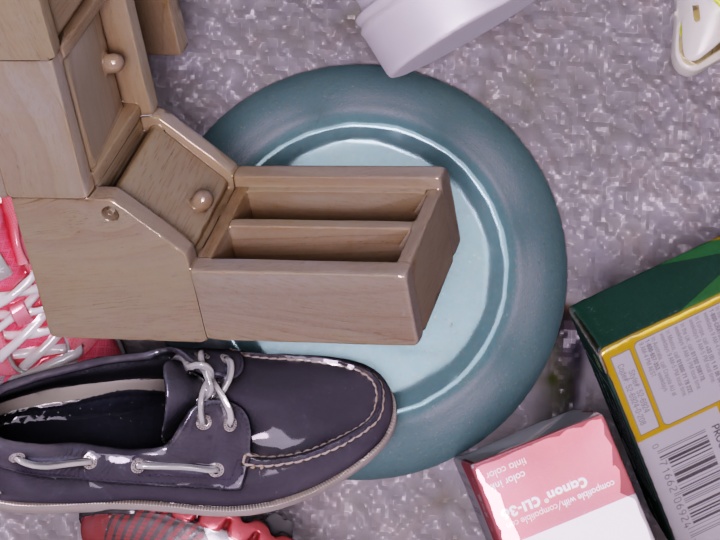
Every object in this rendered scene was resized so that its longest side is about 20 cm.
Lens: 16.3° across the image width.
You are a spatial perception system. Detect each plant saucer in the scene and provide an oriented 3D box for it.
[{"bbox_3d":[0.000,0.000,1.190,0.200,0.036,0.200,0,88,-1],"label":"plant saucer"}]

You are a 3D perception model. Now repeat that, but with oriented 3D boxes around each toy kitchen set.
[{"bbox_3d":[-0.055,-0.096,1.108,0.180,0.163,0.200,1,126,18],"label":"toy kitchen set"}]

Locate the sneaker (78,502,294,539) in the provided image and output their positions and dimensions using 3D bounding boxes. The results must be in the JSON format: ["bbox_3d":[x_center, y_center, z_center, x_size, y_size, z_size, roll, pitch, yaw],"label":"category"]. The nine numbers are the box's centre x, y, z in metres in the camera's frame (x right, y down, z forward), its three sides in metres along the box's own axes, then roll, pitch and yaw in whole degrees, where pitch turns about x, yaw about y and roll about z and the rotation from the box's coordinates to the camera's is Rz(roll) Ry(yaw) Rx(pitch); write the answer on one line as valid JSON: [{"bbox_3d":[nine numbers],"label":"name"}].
[{"bbox_3d":[-0.047,0.167,1.157,0.200,0.071,0.098,27,67,0],"label":"sneaker"}]

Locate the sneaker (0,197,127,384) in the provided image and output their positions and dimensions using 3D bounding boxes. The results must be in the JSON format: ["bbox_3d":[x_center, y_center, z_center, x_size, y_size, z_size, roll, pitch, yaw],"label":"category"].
[{"bbox_3d":[-0.167,0.007,1.162,0.074,0.087,0.200,-26,89,-1],"label":"sneaker"}]

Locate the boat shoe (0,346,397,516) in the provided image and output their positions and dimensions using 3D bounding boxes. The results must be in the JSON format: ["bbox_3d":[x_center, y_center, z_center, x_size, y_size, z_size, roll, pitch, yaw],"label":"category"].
[{"bbox_3d":[-0.079,0.068,1.122,0.200,0.063,0.073,-6,64,-9],"label":"boat shoe"}]

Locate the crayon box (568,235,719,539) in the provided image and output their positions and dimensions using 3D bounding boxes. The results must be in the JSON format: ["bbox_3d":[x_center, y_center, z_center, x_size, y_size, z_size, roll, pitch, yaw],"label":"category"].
[{"bbox_3d":[0.211,0.034,1.157,0.200,0.052,0.126,-25,119,-1],"label":"crayon box"}]

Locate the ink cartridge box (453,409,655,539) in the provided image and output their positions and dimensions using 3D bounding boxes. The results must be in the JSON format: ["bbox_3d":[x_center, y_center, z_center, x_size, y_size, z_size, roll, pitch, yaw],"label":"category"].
[{"bbox_3d":[0.111,0.168,1.144,0.067,0.116,0.200,-22,88,-2],"label":"ink cartridge box"}]

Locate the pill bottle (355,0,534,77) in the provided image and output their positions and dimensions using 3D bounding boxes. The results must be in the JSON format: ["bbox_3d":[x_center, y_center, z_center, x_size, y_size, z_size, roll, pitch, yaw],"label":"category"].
[{"bbox_3d":[0.001,-0.196,1.155,0.120,0.120,0.200,-30,88,-2],"label":"pill bottle"}]

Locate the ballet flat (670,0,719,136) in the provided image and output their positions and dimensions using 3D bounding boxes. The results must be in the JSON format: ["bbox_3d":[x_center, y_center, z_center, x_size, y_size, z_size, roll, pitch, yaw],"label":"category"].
[{"bbox_3d":[0.187,-0.097,1.182,0.067,0.067,0.200,-34,91,0],"label":"ballet flat"}]
